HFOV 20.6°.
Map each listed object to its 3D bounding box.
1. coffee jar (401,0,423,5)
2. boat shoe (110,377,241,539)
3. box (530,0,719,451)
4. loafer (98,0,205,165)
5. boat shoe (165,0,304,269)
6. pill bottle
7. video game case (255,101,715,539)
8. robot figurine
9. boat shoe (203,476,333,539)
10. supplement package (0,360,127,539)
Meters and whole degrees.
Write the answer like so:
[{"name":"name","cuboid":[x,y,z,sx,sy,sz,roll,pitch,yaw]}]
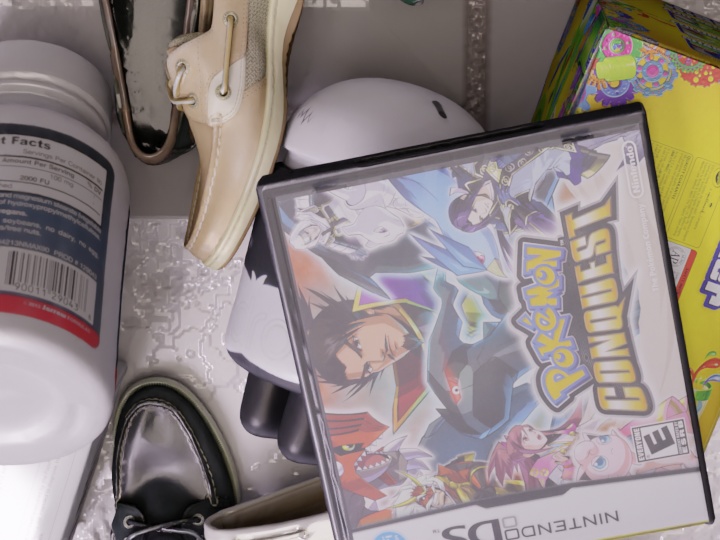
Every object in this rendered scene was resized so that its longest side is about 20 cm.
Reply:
[{"name":"coffee jar","cuboid":[0.002,-0.242,1.009,0.104,0.085,0.200,-39,100,11]},{"name":"boat shoe","cuboid":[-0.108,0.164,1.137,0.074,0.066,0.201,-1,105,4]},{"name":"box","cuboid":[0.138,-0.026,1.008,0.121,0.193,0.202,19,106,-2]},{"name":"loafer","cuboid":[-0.109,-0.155,1.050,0.071,0.063,0.202,-3,105,3]},{"name":"boat shoe","cuboid":[-0.072,-0.103,1.027,0.064,0.072,0.202,12,89,-15]},{"name":"pill bottle","cuboid":[-0.178,-0.014,1.016,0.118,0.201,0.120,0,143,0]},{"name":"video game case","cuboid":[0.060,0.038,0.917,0.179,0.026,0.202,-10,105,7]},{"name":"robot figurine","cuboid":[0.002,0.001,1.036,0.149,0.125,0.202,17,97,15]},{"name":"boat shoe","cuboid":[0.006,0.126,1.112,0.198,0.071,0.070,-21,106,1]},{"name":"supplement package","cuboid":[-0.246,0.088,1.096,0.198,0.117,0.118,19,107,-3]}]
